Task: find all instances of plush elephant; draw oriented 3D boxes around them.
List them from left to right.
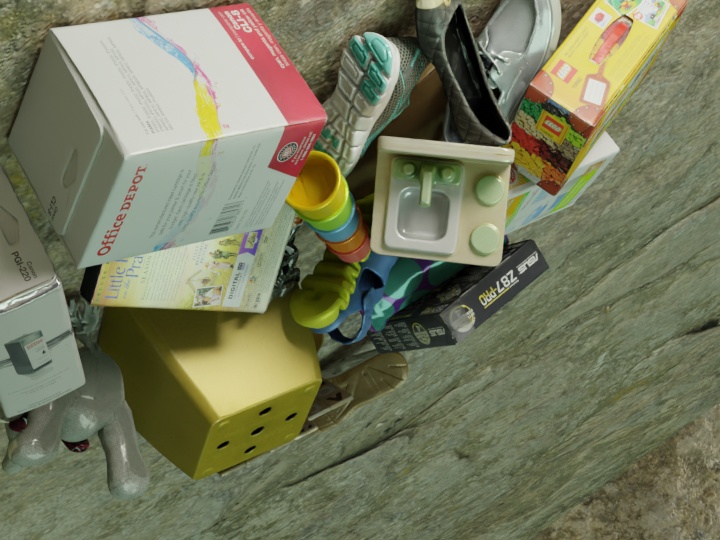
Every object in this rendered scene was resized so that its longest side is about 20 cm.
[{"bbox_3d":[-0.322,0.138,1.697,0.155,0.201,0.165,-22,153,36],"label":"plush elephant"}]

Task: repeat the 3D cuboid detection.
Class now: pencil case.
[{"bbox_3d":[0.076,-0.015,1.982,0.200,0.085,0.092,-33,144,-1],"label":"pencil case"}]

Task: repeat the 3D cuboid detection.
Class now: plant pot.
[{"bbox_3d":[-0.151,0.102,1.798,0.200,0.177,0.200,-21,153,-28],"label":"plant pot"}]

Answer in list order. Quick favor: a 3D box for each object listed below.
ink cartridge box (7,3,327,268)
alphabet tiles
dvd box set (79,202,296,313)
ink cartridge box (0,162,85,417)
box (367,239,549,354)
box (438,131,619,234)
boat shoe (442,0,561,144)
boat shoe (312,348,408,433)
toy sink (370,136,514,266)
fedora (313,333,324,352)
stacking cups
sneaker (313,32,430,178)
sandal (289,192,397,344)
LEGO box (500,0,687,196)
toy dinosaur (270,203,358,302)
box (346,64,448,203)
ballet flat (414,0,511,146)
[{"bbox_3d":[-0.163,-0.114,1.394,0.200,0.145,0.145,-14,150,-38],"label":"ink cartridge box"},{"bbox_3d":[-0.114,0.186,2.084,0.200,0.008,0.167,-25,-160,-19],"label":"alphabet tiles"},{"bbox_3d":[-0.157,-0.032,1.594,0.200,0.029,0.147,3,113,-38],"label":"dvd box set"},{"bbox_3d":[-0.312,0.017,1.460,0.085,0.146,0.200,-24,155,-17],"label":"ink cartridge box"},{"bbox_3d":[0.113,0.033,2.022,0.161,0.049,0.200,-36,-170,-26],"label":"box"},{"bbox_3d":[0.167,-0.113,1.850,0.200,0.101,0.113,-23,160,-39],"label":"box"},{"bbox_3d":[0.136,-0.200,1.671,0.071,0.070,0.201,-28,149,-47],"label":"boat shoe"},{"bbox_3d":[-0.028,0.155,2.204,0.200,0.071,0.069,-23,-166,8],"label":"boat shoe"},{"bbox_3d":[0.077,-0.066,1.641,0.130,0.112,0.200,5,-178,0],"label":"toy sink"},{"bbox_3d":[-0.116,0.139,2.034,0.200,0.082,0.201,-28,157,-13],"label":"fedora"},{"bbox_3d":[-0.023,-0.055,1.640,0.060,0.061,0.200,-34,158,3],"label":"stacking cups"},{"bbox_3d":[0.007,-0.154,1.637,0.091,0.078,0.200,-20,157,-42],"label":"sneaker"},{"bbox_3d":[0.000,0.000,1.785,0.200,0.079,0.087,-54,135,-24],"label":"sandal"},{"bbox_3d":[0.238,-0.197,1.731,0.200,0.077,0.149,-51,171,-27],"label":"LEGO box"},{"bbox_3d":[-0.091,-0.045,1.697,0.199,0.102,0.136,6,127,-16],"label":"toy dinosaur"},{"bbox_3d":[0.044,-0.144,1.763,0.200,0.021,0.163,-39,157,13],"label":"box"},{"bbox_3d":[0.099,-0.202,1.595,0.067,0.057,0.200,-53,136,-31],"label":"ballet flat"}]
